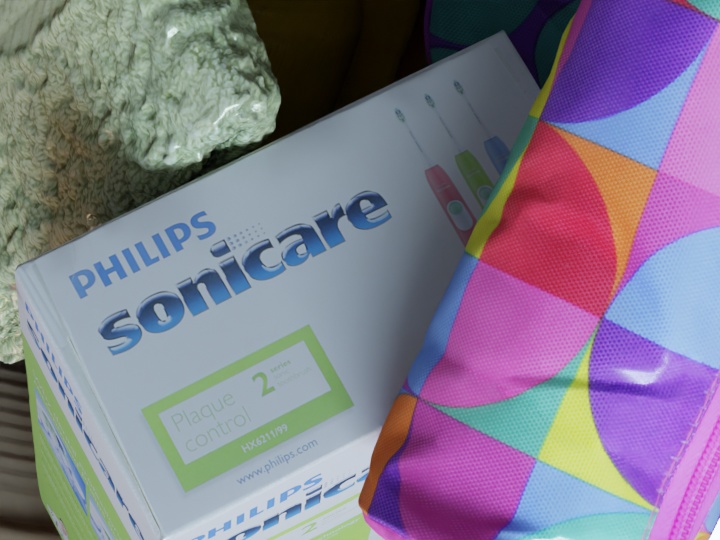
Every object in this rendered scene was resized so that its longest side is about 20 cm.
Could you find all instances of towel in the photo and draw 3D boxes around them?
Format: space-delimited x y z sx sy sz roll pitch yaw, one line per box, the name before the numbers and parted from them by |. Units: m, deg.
towel | -0.094 -0.064 0.721 0.036 0.149 0.200 -10 166 -35

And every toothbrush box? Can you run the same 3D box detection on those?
toothbrush box | -0.013 0.037 0.729 0.086 0.145 0.200 59 164 18

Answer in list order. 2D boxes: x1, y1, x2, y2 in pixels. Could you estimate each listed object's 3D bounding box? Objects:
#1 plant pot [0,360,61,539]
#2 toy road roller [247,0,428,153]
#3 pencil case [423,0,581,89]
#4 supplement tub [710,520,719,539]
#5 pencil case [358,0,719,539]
plant pot | -0.199 0.057 1.061 0.199 0.093 0.201 19 179 0
toy road roller | -0.020 -0.056 0.805 0.199 0.124 0.146 17 -156 -10
pencil case | 0.119 -0.050 0.706 0.199 0.093 0.085 17 179 34
supplement tub | 0.130 0.034 0.798 0.122 0.123 0.200 18 -163 -5
pencil case | 0.073 -0.014 0.590 0.088 0.201 0.088 24 -175 -2
